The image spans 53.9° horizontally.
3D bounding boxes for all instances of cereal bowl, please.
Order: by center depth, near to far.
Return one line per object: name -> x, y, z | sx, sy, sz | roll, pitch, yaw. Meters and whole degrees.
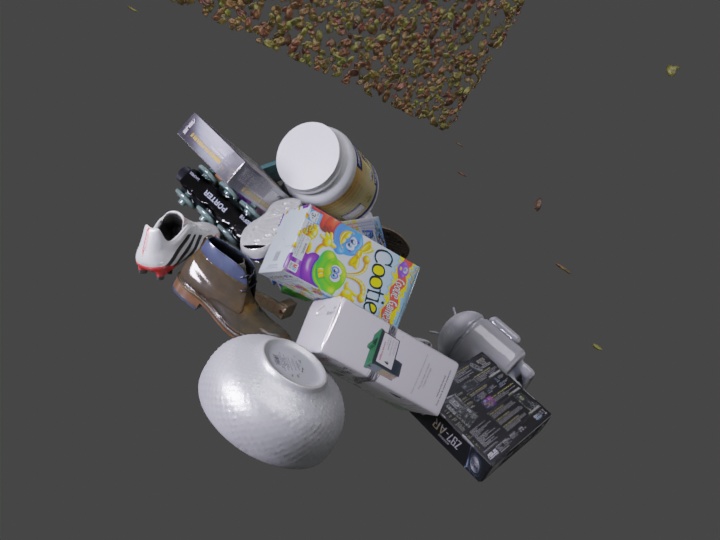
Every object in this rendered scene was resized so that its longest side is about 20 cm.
cereal bowl -> -0.100, 0.148, 0.899 | 0.198, 0.084, 0.201 | 29, 21, -12

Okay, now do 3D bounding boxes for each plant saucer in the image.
plant saucer -> -0.194, -0.197, 1.453 | 0.200, 0.197, 0.036 | -53, 125, -69

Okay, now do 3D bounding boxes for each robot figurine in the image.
robot figurine -> 0.223, 0.155, 1.307 | 0.200, 0.114, 0.169 | 41, 56, 20

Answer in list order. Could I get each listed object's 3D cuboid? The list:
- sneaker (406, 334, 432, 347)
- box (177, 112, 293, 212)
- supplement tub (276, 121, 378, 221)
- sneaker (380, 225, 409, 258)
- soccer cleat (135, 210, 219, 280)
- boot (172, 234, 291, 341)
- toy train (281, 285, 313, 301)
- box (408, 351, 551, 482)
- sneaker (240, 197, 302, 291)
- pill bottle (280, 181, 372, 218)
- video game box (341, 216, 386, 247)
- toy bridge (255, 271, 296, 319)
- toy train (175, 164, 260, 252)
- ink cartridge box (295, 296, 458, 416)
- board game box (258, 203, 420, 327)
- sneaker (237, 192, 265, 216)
sneaker -> 0.024, 0.132, 1.165 | 0.198, 0.076, 0.081 | 14, 0, -38
box -> -0.203, -0.169, 1.221 | 0.158, 0.048, 0.200 | 44, 4, 29
supplement tub -> -0.059, -0.176, 1.303 | 0.144, 0.145, 0.200 | 41, 3, 22
sneaker -> 0.025, -0.090, 1.630 | 0.198, 0.071, 0.076 | 26, 20, -19
soccer cleat -> -0.269, -0.054, 1.073 | 0.068, 0.086, 0.200 | 18, 23, 14
boot -> -0.171, 0.036, 1.025 | 0.198, 0.098, 0.075 | 32, 20, -1
toy train -> -0.035, 0.046, 1.143 | 0.198, 0.056, 0.042 | 21, 66, -18
box -> 0.194, 0.227, 1.137 | 0.160, 0.044, 0.199 | 42, 37, 24
sneaker -> -0.130, -0.018, 1.158 | 0.079, 0.149, 0.201 | 1, 27, 12
pill bottle -> -0.074, -0.118, 1.488 | 0.198, 0.113, 0.112 | 19, 24, -33
video game box -> 0.000, 0.000, 1.286 | 0.199, 0.046, 0.185 | -15, 93, -64
toy bridge -> -0.196, 0.011, 1.144 | 0.199, 0.027, 0.067 | 38, 21, 15
toy train -> -0.239, -0.103, 1.236 | 0.199, 0.085, 0.114 | 40, -9, 17
ink cartridge box -> 0.017, 0.124, 1.017 | 0.198, 0.085, 0.146 | 30, -16, -15
board game box -> -0.030, -0.001, 1.043 | 0.198, 0.104, 0.104 | 29, -14, -24
sneaker -> -0.177, -0.078, 1.312 | 0.199, 0.081, 0.088 | 38, 35, 18
